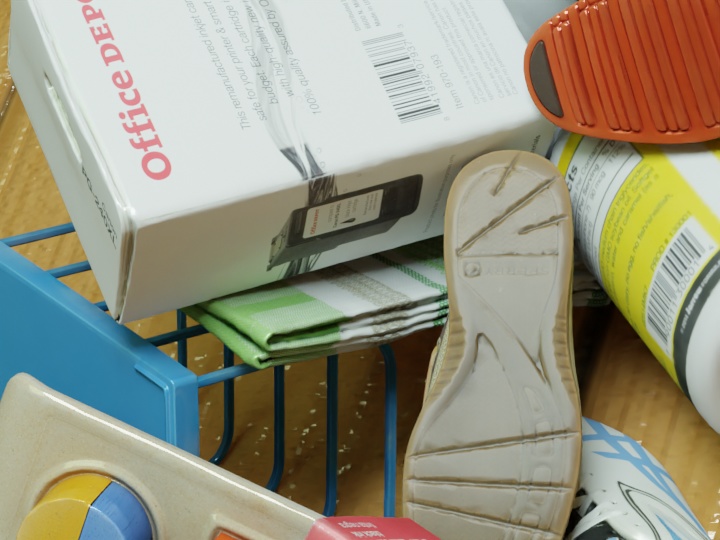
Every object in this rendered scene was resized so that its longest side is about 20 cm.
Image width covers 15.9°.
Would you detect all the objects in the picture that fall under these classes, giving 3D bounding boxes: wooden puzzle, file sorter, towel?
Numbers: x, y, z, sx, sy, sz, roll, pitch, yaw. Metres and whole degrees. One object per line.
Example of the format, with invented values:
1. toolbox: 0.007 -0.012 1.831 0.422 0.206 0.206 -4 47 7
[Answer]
1. wooden puzzle: -0.094 0.165 1.084 0.199 0.046 0.186 26 113 12
2. file sorter: -0.086 0.066 1.199 0.200 0.122 0.140 29 125 49
3. towel: 0.000 0.000 1.170 0.149 0.199 0.031 26 121 51

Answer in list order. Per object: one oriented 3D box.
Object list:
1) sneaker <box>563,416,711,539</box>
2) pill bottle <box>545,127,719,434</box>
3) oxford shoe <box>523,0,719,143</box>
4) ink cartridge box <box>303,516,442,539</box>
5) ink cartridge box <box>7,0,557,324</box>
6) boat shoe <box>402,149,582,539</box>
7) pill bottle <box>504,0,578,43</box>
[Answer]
1. sneaker: 0.103 0.114 1.058 0.072 0.072 0.200 -46 39 6
2. pill bottle: 0.148 -0.026 1.090 0.114 0.114 0.200 -42 41 8
3. oxford shoe: 0.163 -0.097 1.038 0.199 0.072 0.072 -11 8 26
4. ink cartridge box: 0.043 0.204 0.960 0.199 0.084 0.145 32 99 26
5. ink cartridge box: -0.038 -0.079 1.106 0.199 0.084 0.146 -15 62 -20
6. boat shoe: 0.058 0.055 1.074 0.072 0.072 0.202 1 73 7
7. pill bottle: 0.077 -0.165 1.258 0.116 0.116 0.201 8 66 45
